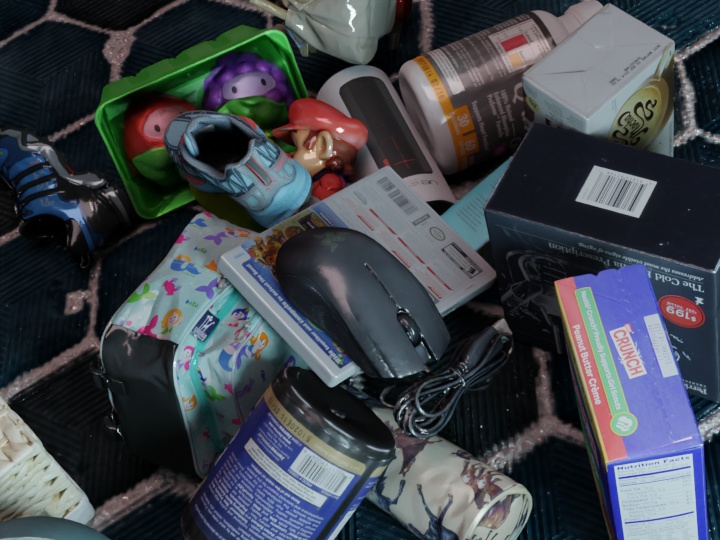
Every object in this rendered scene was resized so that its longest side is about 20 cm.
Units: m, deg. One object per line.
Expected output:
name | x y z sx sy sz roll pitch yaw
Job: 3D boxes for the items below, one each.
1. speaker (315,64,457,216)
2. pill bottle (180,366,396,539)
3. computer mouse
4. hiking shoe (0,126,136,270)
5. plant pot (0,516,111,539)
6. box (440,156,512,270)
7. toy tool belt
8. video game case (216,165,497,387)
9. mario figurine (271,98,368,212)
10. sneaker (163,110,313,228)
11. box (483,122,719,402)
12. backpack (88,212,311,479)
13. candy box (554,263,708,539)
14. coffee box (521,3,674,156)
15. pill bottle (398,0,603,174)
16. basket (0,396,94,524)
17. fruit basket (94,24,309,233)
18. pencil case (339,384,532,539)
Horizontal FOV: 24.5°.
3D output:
speaker | 0.026 -0.102 1.564 0.081 0.081 0.200 -22 51 -4
pill bottle | -0.070 0.184 1.296 0.112 0.112 0.200 43 103 36
computer mouse | 0.020 0.027 1.307 0.200 0.053 0.138 40 50 14
hiking shoe | -0.318 -0.077 1.628 0.200 0.074 0.087 26 61 29
plant pot | -0.247 0.270 1.282 0.200 0.200 0.135 -15 16 1
box | 0.079 -0.009 1.471 0.200 0.082 0.049 -40 69 -19
toy tool belt | -0.029 -0.272 1.641 0.123 0.125 0.200 11 18 13
video game case | 0.000 0.000 1.370 0.200 0.018 0.143 -30 68 -37
mario figurine | -0.048 -0.059 1.503 0.106 0.123 0.200 2 72 -30
sneaker | -0.121 -0.113 1.451 0.079 0.096 0.200 -52 41 -8
box | 0.221 -0.006 1.375 0.200 0.182 0.104 17 59 25
backpack | -0.120 0.056 1.411 0.150 0.178 0.200 11 49 17
candy box | 0.210 0.122 1.264 0.077 0.200 0.169 -12 50 3
coffee box | 0.211 -0.118 1.455 0.113 0.200 0.080 -40 57 -19
pill bottle | 0.146 -0.178 1.572 0.200 0.116 0.116 -22 51 -4
basket | -0.346 0.163 1.412 0.136 0.123 0.200 -40 55 -17
fruit basket | -0.137 -0.126 1.591 0.215 0.156 0.216 -14 33 10
pencil case | 0.037 0.169 1.346 0.200 0.078 0.090 29 91 31
